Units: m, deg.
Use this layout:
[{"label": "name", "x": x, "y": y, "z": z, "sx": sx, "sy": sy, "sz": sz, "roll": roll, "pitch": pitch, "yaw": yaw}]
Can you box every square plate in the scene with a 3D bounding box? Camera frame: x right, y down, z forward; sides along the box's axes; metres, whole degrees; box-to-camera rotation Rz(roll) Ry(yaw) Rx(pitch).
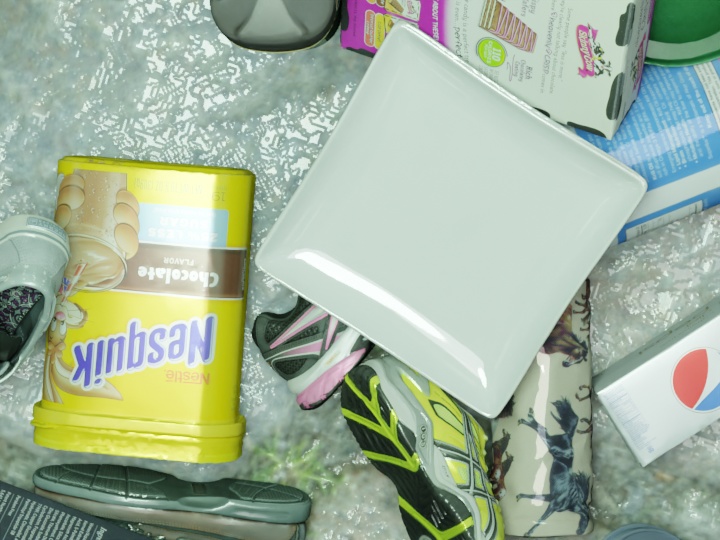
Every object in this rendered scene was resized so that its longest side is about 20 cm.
[{"label": "square plate", "x": 0.059, "y": -0.033, "z": 1.545, "sx": 0.197, "sy": 0.028, "sz": 0.201, "roll": 33, "pitch": 110, "yaw": 1}]

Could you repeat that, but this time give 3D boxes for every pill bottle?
[{"label": "pill bottle", "x": 0.181, "y": -0.080, "z": 1.590, "sx": 0.199, "sy": 0.112, "sz": 0.113, "roll": -21, "pitch": 95, "yaw": 1}]

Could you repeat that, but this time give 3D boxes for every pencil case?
[{"label": "pencil case", "x": 0.122, "y": 0.095, "z": 1.628, "sx": 0.077, "sy": 0.089, "sz": 0.202, "roll": -5, "pitch": 97, "yaw": -27}]

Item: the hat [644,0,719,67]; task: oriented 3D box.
[{"label": "hat", "x": 0.195, "y": -0.230, "z": 1.460, "sx": 0.200, "sy": 0.176, "sz": 0.166, "roll": 43, "pitch": 91, "yaw": 0}]

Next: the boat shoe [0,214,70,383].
[{"label": "boat shoe", "x": -0.259, "y": 0.043, "z": 1.583, "sx": 0.070, "sy": 0.072, "sz": 0.201, "roll": 23, "pitch": 135, "yaw": -19}]

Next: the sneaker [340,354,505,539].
[{"label": "sneaker", "x": 0.065, "y": 0.144, "z": 1.592, "sx": 0.076, "sy": 0.075, "sz": 0.201, "roll": -25, "pitch": 88, "yaw": -35}]

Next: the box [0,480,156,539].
[{"label": "box", "x": -0.235, "y": 0.243, "z": 1.607, "sx": 0.199, "sy": 0.105, "sz": 0.149, "roll": 20, "pitch": 124, "yaw": 0}]

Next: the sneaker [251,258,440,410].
[{"label": "sneaker", "x": 0.000, "y": 0.000, "z": 1.620, "sx": 0.086, "sy": 0.080, "sz": 0.200, "roll": 42, "pitch": 92, "yaw": 2}]

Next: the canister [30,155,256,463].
[{"label": "canister", "x": -0.149, "y": 0.025, "z": 1.619, "sx": 0.147, "sy": 0.087, "sz": 0.202, "roll": 5, "pitch": 94, "yaw": 5}]

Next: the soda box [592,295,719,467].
[{"label": "soda box", "x": 0.261, "y": 0.053, "z": 1.625, "sx": 0.199, "sy": 0.068, "sz": 0.064, "roll": -33, "pitch": 94, "yaw": 4}]

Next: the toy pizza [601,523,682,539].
[{"label": "toy pizza", "x": 0.205, "y": 0.276, "z": 1.605, "sx": 0.032, "sy": 0.200, "sz": 0.201, "roll": -22, "pitch": 96, "yaw": 39}]

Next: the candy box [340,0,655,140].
[{"label": "candy box", "x": 0.089, "y": -0.181, "z": 1.504, "sx": 0.199, "sy": 0.061, "sz": 0.137, "roll": 21, "pitch": 139, "yaw": 15}]

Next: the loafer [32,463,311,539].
[{"label": "loafer", "x": -0.136, "y": 0.179, "z": 1.644, "sx": 0.198, "sy": 0.072, "sz": 0.063, "roll": 6, "pitch": 102, "yaw": -2}]

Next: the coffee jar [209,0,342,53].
[{"label": "coffee jar", "x": -0.054, "y": -0.197, "z": 1.539, "sx": 0.085, "sy": 0.200, "sz": 0.105, "roll": -1, "pitch": 95, "yaw": 1}]
